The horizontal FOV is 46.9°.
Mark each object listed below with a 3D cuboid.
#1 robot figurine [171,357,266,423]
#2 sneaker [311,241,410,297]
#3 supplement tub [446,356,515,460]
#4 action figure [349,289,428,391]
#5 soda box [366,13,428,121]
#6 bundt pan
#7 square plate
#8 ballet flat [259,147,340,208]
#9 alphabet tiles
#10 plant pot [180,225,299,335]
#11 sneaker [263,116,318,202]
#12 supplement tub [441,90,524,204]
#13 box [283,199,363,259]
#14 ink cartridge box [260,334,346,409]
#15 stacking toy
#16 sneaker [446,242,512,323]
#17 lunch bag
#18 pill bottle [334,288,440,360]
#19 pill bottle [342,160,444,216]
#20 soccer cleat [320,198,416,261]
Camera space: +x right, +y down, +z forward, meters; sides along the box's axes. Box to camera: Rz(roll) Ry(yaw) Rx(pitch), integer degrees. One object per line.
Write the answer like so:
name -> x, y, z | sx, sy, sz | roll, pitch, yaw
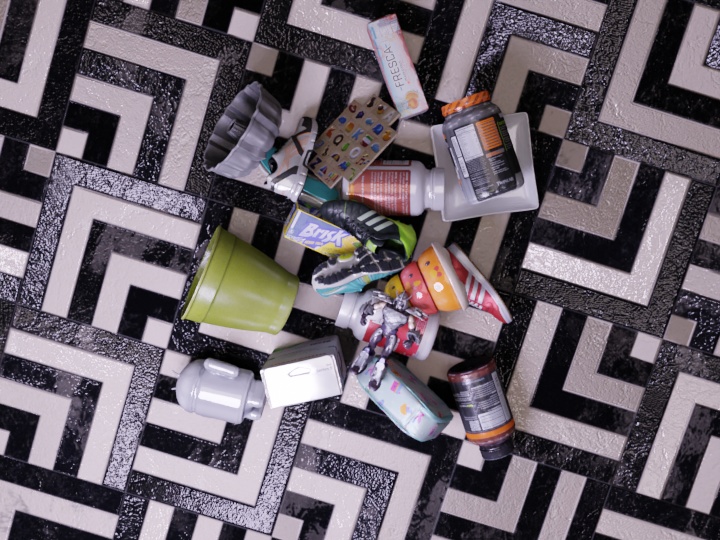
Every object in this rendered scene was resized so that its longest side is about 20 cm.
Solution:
robot figurine -> -0.295, 0.250, 1.720 | 0.200, 0.113, 0.170 | 14, 125, -1
sneaker -> 0.000, 0.000, 1.648 | 0.200, 0.080, 0.078 | -16, 57, -5
supplement tub -> 0.255, 0.286, 1.717 | 0.107, 0.107, 0.200 | -18, 97, 3
action figure -> 0.049, 0.123, 1.567 | 0.130, 0.069, 0.200 | 30, 112, 18
soda box -> 0.073, -0.404, 1.659 | 0.064, 0.068, 0.200 | -19, 95, 4
bundt pan -> -0.223, -0.266, 1.629 | 0.076, 0.202, 0.202 | 30, 97, -28
square plate -> 0.253, -0.211, 1.698 | 0.200, 0.028, 0.198 | -8, 96, 2
ballet flat -> -0.135, -0.178, 1.693 | 0.200, 0.069, 0.069 | 32, 96, -2
alphabet tiles -> -0.015, -0.258, 1.647 | 0.200, 0.166, 0.006 | -47, 137, 2
plant pot -> -0.234, 0.039, 1.669 | 0.193, 0.200, 0.201 | 23, 97, -14
sneaker -> -0.136, -0.233, 1.640 | 0.080, 0.074, 0.200 | 17, 56, -9
supplement tub -> 0.235, -0.240, 1.620 | 0.122, 0.123, 0.200 | -19, 95, 3
box -> -0.052, -0.068, 1.674 | 0.200, 0.064, 0.070 | 23, 110, -15
ink cartridge box -> -0.110, 0.201, 1.666 | 0.145, 0.200, 0.084 | -13, 96, 3
stacking toy -> 0.099, 0.047, 1.610 | 0.200, 0.146, 0.146 | -26, 95, 4
sneaker -> 0.215, 0.052, 1.707 | 0.112, 0.071, 0.200 | -40, 87, 1
lunch bag -> 0.091, 0.251, 1.677 | 0.200, 0.160, 0.077 | 44, 101, 21
pill bottle -> 0.055, 0.103, 1.696 | 0.200, 0.112, 0.112 | 18, 97, 0
pill bottle -> 0.068, -0.164, 1.658 | 0.200, 0.112, 0.112 | 2, 97, 6
soccer cleat -> 0.014, -0.080, 1.608 | 0.200, 0.081, 0.068 | 20, 140, -6
